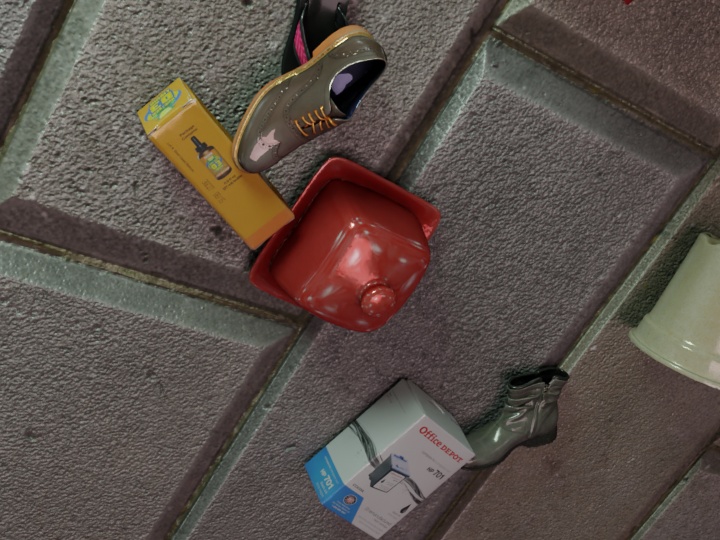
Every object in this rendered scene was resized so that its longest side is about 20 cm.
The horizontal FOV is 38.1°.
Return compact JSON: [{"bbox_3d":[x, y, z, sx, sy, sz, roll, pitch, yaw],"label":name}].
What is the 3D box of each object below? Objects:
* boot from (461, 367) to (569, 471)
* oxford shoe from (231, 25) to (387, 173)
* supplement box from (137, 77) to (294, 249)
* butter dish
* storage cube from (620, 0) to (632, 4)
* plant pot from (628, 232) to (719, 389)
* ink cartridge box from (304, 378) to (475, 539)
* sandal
[{"bbox_3d":[0.220,0.215,1.571,0.199,0.068,0.132,-16,126,-24],"label":"boot"},{"bbox_3d":[-0.055,-0.170,1.089,0.200,0.073,0.071,-45,130,8],"label":"oxford shoe"},{"bbox_3d":[-0.157,-0.115,1.152,0.066,0.069,0.200,-37,132,3],"label":"supplement box"},{"bbox_3d":[0.000,0.000,1.253,0.199,0.148,0.200,24,112,-35],"label":"butter dish"},{"bbox_3d":[0.244,-0.414,1.047,0.199,0.171,0.180,30,110,-38],"label":"storage cube"},{"bbox_3d":[0.520,0.053,1.516,0.199,0.200,0.185,13,107,-31],"label":"plant pot"},{"bbox_3d":[0.043,0.275,1.514,0.200,0.086,0.146,-41,130,10],"label":"ink cartridge box"},{"bbox_3d":[-0.042,-0.250,1.118,0.074,0.045,0.201,-7,126,-20],"label":"sandal"}]
